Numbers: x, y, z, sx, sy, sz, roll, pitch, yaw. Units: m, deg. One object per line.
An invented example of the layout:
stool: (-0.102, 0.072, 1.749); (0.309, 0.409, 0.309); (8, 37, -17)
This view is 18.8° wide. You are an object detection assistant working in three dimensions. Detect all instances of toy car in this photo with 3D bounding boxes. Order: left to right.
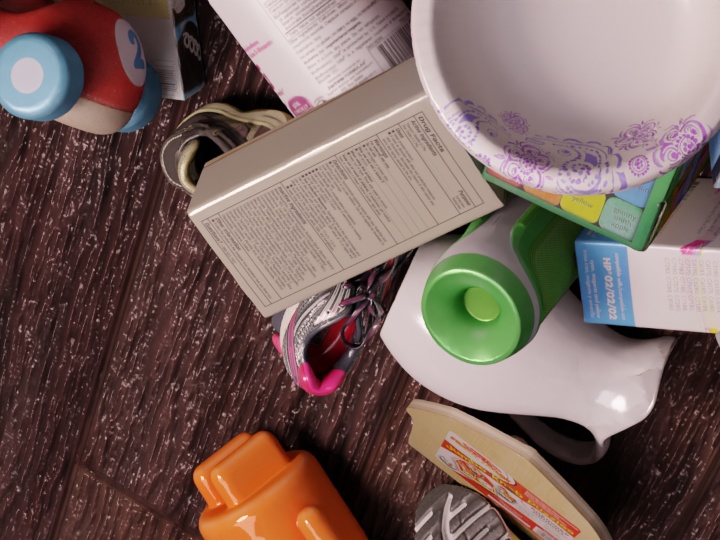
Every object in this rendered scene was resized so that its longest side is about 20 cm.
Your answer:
toy car: (-0.216, -0.217, 1.585); (0.176, 0.184, 0.201); (25, 98, 15)

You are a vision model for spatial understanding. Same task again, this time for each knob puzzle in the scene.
knob puzzle: (0.122, 0.154, 1.661); (0.219, 0.030, 0.220); (36, 165, 11)

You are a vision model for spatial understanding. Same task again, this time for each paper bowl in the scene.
paper bowl: (0.133, -0.145, 1.291); (0.199, 0.104, 0.202); (0, 93, 8)

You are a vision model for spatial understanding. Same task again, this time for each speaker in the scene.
speaker: (0.115, -0.014, 1.512); (0.088, 0.200, 0.089); (13, 123, 22)

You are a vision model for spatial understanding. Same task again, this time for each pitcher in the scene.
pitcher: (0.114, 0.068, 1.625); (0.199, 0.122, 0.172); (25, 142, 1)

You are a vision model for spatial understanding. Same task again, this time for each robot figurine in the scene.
robot figurine: (-0.056, 0.230, 1.805); (0.143, 0.117, 0.201); (-28, 100, 26)

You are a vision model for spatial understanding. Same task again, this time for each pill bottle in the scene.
pill bottle: (-0.040, -0.195, 1.552); (0.113, 0.113, 0.200); (-31, 98, 38)

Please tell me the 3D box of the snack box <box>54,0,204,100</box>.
snack box: (-0.187, -0.233, 1.661); (0.116, 0.037, 0.201); (9, 121, 25)

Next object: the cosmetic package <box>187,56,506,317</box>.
cosmetic package: (-0.007, -0.060, 1.497); (0.199, 0.073, 0.104); (-25, 116, 22)

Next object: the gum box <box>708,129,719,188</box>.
gum box: (0.329, -0.104, 1.331); (0.199, 0.045, 0.170); (0, 157, -4)

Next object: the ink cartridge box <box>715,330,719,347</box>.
ink cartridge box: (0.342, 0.072, 1.437); (0.162, 0.050, 0.200); (-29, 132, 11)

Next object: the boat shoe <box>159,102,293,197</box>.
boat shoe: (-0.109, -0.084, 1.642); (0.200, 0.066, 0.072); (3, 115, 58)

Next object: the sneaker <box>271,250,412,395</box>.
sneaker: (0.000, 0.000, 1.595); (0.080, 0.075, 0.201); (12, 116, -20)

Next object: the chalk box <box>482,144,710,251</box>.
chalk box: (0.167, -0.105, 1.430); (0.124, 0.200, 0.124); (27, 127, 13)

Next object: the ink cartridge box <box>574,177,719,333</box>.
ink cartridge box: (0.261, -0.010, 1.486); (0.199, 0.115, 0.068); (4, 118, 27)

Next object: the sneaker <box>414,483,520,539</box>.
sneaker: (0.120, 0.255, 1.747); (0.078, 0.090, 0.200); (-44, 69, 7)
